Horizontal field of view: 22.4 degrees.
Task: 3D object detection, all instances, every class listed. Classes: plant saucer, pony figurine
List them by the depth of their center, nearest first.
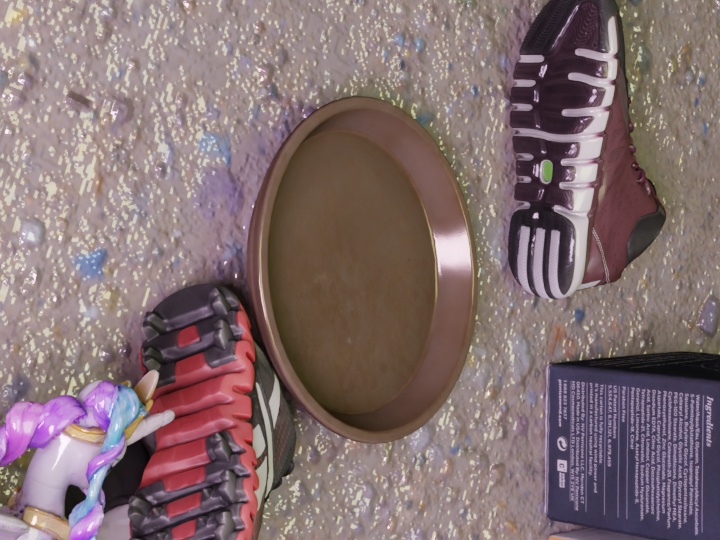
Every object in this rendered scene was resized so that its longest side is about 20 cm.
[{"bbox_3d":[-0.195,0.123,0.850,0.192,0.166,0.201,16,103,-39],"label":"pony figurine"},{"bbox_3d":[0.000,0.000,1.056,0.200,0.029,0.201,7,81,-51],"label":"plant saucer"}]

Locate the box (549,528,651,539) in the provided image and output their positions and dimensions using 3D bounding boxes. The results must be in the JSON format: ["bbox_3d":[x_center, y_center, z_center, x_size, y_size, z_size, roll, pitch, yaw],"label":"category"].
[{"bbox_3d":[0.224,0.238,1.166,0.097,0.199,0.125,-3,93,-40],"label":"box"}]

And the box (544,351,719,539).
[{"bbox_3d":[0.240,0.114,1.175,0.148,0.199,0.108,-2,93,-40],"label":"box"}]

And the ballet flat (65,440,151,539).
[{"bbox_3d":[-0.129,0.185,0.945,0.068,0.068,0.201,16,81,-40],"label":"ballet flat"}]

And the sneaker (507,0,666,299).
[{"bbox_3d":[0.156,-0.083,1.188,0.115,0.075,0.201,-1,103,-46],"label":"sneaker"}]

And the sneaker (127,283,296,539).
[{"bbox_3d":[-0.073,0.108,0.954,0.098,0.070,0.201,55,25,-46],"label":"sneaker"}]
